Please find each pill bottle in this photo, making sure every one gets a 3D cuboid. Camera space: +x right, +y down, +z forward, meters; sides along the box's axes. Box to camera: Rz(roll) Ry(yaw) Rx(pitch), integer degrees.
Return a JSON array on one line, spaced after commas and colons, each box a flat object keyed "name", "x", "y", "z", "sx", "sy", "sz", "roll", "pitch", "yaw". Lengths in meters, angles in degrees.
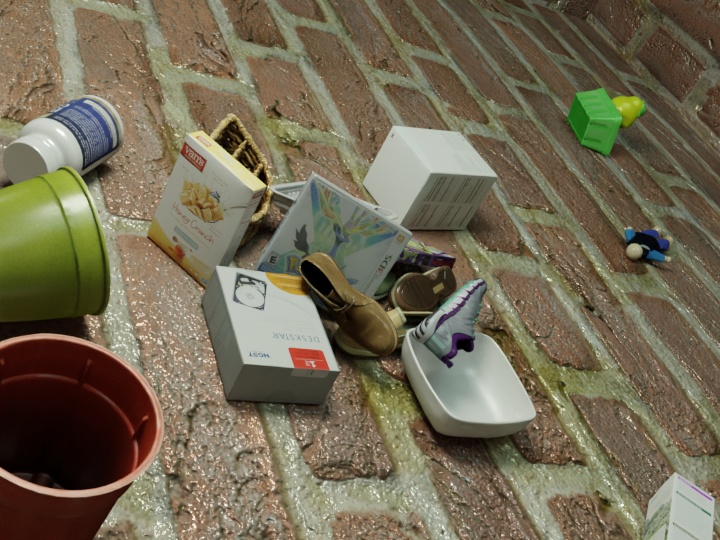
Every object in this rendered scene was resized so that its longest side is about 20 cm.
[{"name": "pill bottle", "x": -0.470, "y": -0.198, "z": 1.438, "sx": 0.110, "sy": 0.112, "sz": 0.200, "roll": 31, "pitch": 32, "yaw": 1}]

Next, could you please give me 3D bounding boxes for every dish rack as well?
[{"name": "dish rack", "x": -0.049, "y": -0.102, "z": 1.589, "sx": 0.198, "sy": 0.044, "sz": 0.171, "roll": 24, "pitch": 19, "yaw": 21}]

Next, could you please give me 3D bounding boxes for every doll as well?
[{"name": "doll", "x": 0.723, "y": -0.062, "z": 2.281, "sx": 0.136, "sy": 0.049, "sz": 0.199, "roll": 45, "pitch": 35, "yaw": 23}]

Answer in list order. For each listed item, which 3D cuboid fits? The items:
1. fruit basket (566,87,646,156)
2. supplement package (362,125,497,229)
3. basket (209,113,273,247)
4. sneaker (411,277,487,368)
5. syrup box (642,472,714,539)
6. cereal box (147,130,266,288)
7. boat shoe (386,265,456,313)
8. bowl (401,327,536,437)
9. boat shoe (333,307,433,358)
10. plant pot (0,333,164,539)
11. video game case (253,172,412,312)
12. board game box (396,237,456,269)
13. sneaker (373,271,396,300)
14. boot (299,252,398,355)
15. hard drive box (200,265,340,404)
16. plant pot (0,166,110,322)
[{"name": "fruit basket", "x": 0.748, "y": -0.455, "z": 2.733, "sx": 0.213, "sy": 0.157, "sz": 0.217, "roll": 8, "pitch": 37, "yaw": -6}, {"name": "supplement package", "x": 0.143, "y": -0.189, "z": 1.886, "sx": 0.198, "sy": 0.151, "sz": 0.152, "roll": -2, "pitch": 45, "yaw": -41}, {"name": "basket", "x": -0.213, "y": -0.144, "z": 1.540, "sx": 0.142, "sy": 0.150, "sz": 0.201, "roll": 28, "pitch": 31, "yaw": -4}, {"name": "sneaker", "x": 0.163, "y": 0.087, "z": 1.481, "sx": 0.088, "sy": 0.074, "sz": 0.200, "roll": 49, "pitch": 45, "yaw": 5}, {"name": "syrup box", "x": 0.493, "y": 0.416, "z": 1.413, "sx": 0.081, "sy": 0.079, "sz": 0.200, "roll": 34, "pitch": 32, "yaw": 6}, {"name": "cereal box", "x": -0.240, "y": -0.091, "z": 1.397, "sx": 0.144, "sy": 0.201, "sz": 0.039, "roll": 39, "pitch": 33, "yaw": 15}, {"name": "boat shoe", "x": 0.096, "y": 0.043, "z": 1.613, "sx": 0.201, "sy": 0.074, "sz": 0.076, "roll": -11, "pitch": 83, "yaw": -55}, {"name": "bowl", "x": 0.162, "y": 0.189, "z": 1.459, "sx": 0.198, "sy": 0.075, "sz": 0.201, "roll": 7, "pitch": 39, "yaw": -33}, {"name": "boat shoe", "x": 0.047, "y": 0.091, "z": 1.495, "sx": 0.198, "sy": 0.076, "sz": 0.072, "roll": -5, "pitch": 49, "yaw": -39}, {"name": "plant pot", "x": -0.325, "y": 0.206, "z": 0.927, "sx": 0.199, "sy": 0.196, "sz": 0.202, "roll": 20, "pitch": 33, "yaw": -14}, {"name": "video game case", "x": -0.042, "y": -0.031, "z": 1.465, "sx": 0.199, "sy": 0.183, "sz": 0.022, "roll": 29, "pitch": 10, "yaw": -22}, {"name": "board game box", "x": 0.073, "y": -0.041, "z": 1.668, "sx": 0.199, "sy": 0.033, "sz": 0.120, "roll": 7, "pitch": 20, "yaw": -49}, {"name": "sneaker", "x": 0.000, "y": 0.000, "z": 1.563, "sx": 0.199, "sy": 0.091, "sz": 0.067, "roll": -8, "pitch": 38, "yaw": -45}, {"name": "boot", "x": -0.023, "y": 0.056, "z": 1.399, "sx": 0.200, "sy": 0.074, "sz": 0.075, "roll": 47, "pitch": 11, "yaw": 8}, {"name": "hard drive box", "x": -0.136, "y": 0.095, "z": 1.344, "sx": 0.154, "sy": 0.077, "sz": 0.201, "roll": 8, "pitch": 39, "yaw": -31}, {"name": "plant pot", "x": -0.448, "y": -0.016, "z": 1.158, "sx": 0.191, "sy": 0.202, "sz": 0.201, "roll": -16, "pitch": 53, "yaw": -34}]
